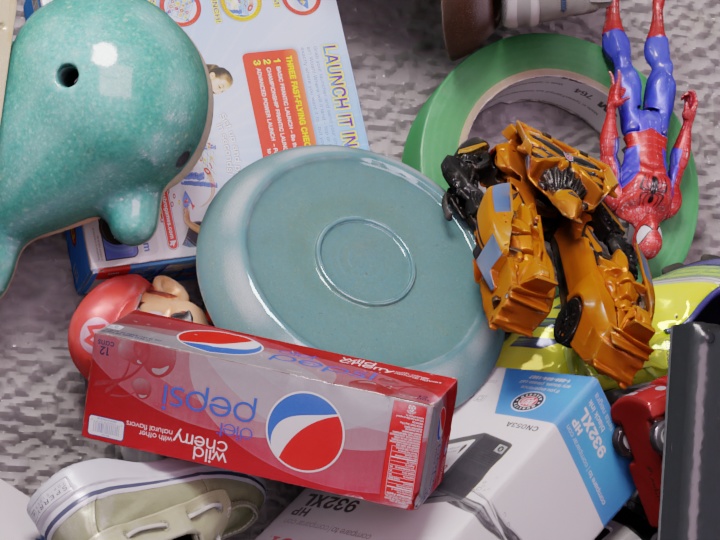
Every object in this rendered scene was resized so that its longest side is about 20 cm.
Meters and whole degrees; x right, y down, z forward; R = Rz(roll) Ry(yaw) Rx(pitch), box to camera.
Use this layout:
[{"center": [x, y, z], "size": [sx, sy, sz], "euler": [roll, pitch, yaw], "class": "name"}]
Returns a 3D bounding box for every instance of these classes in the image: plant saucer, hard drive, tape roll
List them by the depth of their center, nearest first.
[{"center": [0.234, 0.137, 1.211], "size": [0.138, 0.033, 0.202], "euler": [10, 79, -24], "class": "hard drive"}, {"center": [0.000, 0.000, 1.289], "size": [0.198, 0.027, 0.202], "euler": [12, 52, -15], "class": "plant saucer"}, {"center": [0.078, -0.236, 1.388], "size": [0.032, 0.200, 0.202], "euler": [5, 70, 9], "class": "plant saucer"}, {"center": [0.126, -0.056, 1.428], "size": [0.198, 0.048, 0.202], "euler": [5, 72, -16], "class": "tape roll"}]

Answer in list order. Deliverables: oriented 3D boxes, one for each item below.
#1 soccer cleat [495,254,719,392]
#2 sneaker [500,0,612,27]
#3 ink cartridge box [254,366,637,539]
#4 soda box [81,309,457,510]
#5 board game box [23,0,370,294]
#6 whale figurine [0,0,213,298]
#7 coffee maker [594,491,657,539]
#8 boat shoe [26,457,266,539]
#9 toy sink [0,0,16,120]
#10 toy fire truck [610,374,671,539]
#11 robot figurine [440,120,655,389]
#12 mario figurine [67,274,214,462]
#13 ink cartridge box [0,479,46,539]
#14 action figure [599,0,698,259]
[{"center": [0.171, 0.046, 1.348], "size": [0.199, 0.084, 0.065], "euler": [-21, 120, -12], "class": "soccer cleat"}, {"center": [0.141, -0.217, 1.433], "size": [0.081, 0.075, 0.201], "euler": [4, 38, 9], "class": "sneaker"}, {"center": [0.046, 0.148, 1.258], "size": [0.200, 0.144, 0.084], "euler": [-43, 120, -32], "class": "ink cartridge box"}, {"center": [-0.050, 0.077, 1.197], "size": [0.198, 0.070, 0.064], "euler": [12, 102, 13], "class": "soda box"}, {"center": [-0.100, -0.098, 1.365], "size": [0.194, 0.056, 0.202], "euler": [-7, 76, -20], "class": "board game box"}, {"center": [-0.180, -0.076, 1.251], "size": [0.200, 0.104, 0.159], "euler": [-43, 76, 2], "class": "whale figurine"}, {"center": [0.213, 0.194, 1.331], "size": [0.200, 0.135, 0.192], "euler": [-41, 89, -23], "class": "coffee maker"}, {"center": [-0.112, 0.145, 1.207], "size": [0.062, 0.072, 0.199], "euler": [56, 24, 19], "class": "boat shoe"}, {"center": [-0.304, -0.096, 1.257], "size": [0.112, 0.199, 0.132], "euler": [22, 64, -41], "class": "toy sink"}, {"center": [0.239, 0.145, 1.259], "size": [0.140, 0.049, 0.202], "euler": [-21, 92, -27], "class": "toy fire truck"}, {"center": [0.120, -0.019, 1.306], "size": [0.144, 0.058, 0.201], "euler": [24, 32, -18], "class": "robot figurine"}, {"center": [-0.079, 0.059, 1.293], "size": [0.198, 0.106, 0.124], "euler": [15, 48, -18], "class": "mario figurine"}, {"center": [-0.185, 0.223, 1.189], "size": [0.199, 0.086, 0.147], "euler": [33, 104, -6], "class": "ink cartridge box"}, {"center": [0.187, -0.104, 1.413], "size": [0.065, 0.052, 0.202], "euler": [7, 74, -20], "class": "action figure"}]
